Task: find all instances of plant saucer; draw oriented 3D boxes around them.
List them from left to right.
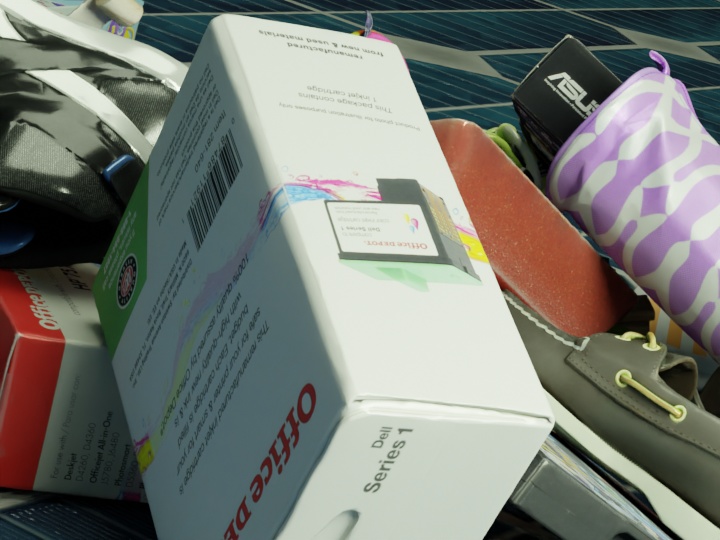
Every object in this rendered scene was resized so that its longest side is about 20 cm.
[{"bbox_3d":[0.000,0.000,1.166,0.198,0.037,0.200,-6,-25,27],"label":"plant saucer"}]

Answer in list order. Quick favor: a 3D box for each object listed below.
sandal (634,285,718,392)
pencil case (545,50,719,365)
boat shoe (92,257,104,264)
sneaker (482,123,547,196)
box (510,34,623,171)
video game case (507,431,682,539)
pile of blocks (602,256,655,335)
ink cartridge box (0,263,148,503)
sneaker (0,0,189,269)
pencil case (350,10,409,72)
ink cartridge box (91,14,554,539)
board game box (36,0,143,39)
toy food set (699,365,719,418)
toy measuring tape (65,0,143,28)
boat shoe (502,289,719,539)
[{"bbox_3d":[0.213,0.039,1.432,0.205,0.060,0.079,19,15,15],"label":"sandal"},{"bbox_3d":[0.174,-0.002,1.146,0.200,0.086,0.084,44,6,14],"label":"pencil case"},{"bbox_3d":[-0.147,-0.037,1.290,0.199,0.066,0.070,21,60,30],"label":"boat shoe"},{"bbox_3d":[0.069,-0.045,1.332,0.075,0.077,0.200,-7,24,-10],"label":"sneaker"},{"bbox_3d":[0.163,-0.018,1.278,0.200,0.049,0.161,45,-2,12],"label":"box"},{"bbox_3d":[0.083,0.088,1.036,0.180,0.026,0.200,38,1,-30],"label":"video game case"},{"bbox_3d":[0.105,0.040,1.305,0.081,0.063,0.200,-3,23,0],"label":"pile of blocks"},{"bbox_3d":[-0.106,0.044,1.073,0.199,0.068,0.116,9,15,-24],"label":"ink cartridge box"},{"bbox_3d":[-0.171,-0.066,1.073,0.199,0.073,0.112,18,49,12],"label":"sneaker"},{"bbox_3d":[-0.063,-0.071,1.363,0.199,0.089,0.088,-14,0,28],"label":"pencil case"},{"bbox_3d":[-0.021,0.029,0.934,0.083,0.145,0.201,7,41,-27],"label":"ink cartridge box"},{"bbox_3d":[-0.229,-0.119,1.495,0.104,0.104,0.200,21,16,23],"label":"board game box"},{"bbox_3d":[0.221,0.118,1.178,0.143,0.061,0.200,26,16,-2],"label":"toy food set"},{"bbox_3d":[-0.182,-0.059,1.223,0.074,0.199,0.074,48,22,-26],"label":"toy measuring tape"},{"bbox_3d":[0.124,0.063,1.075,0.201,0.061,0.072,40,1,33],"label":"boat shoe"}]
